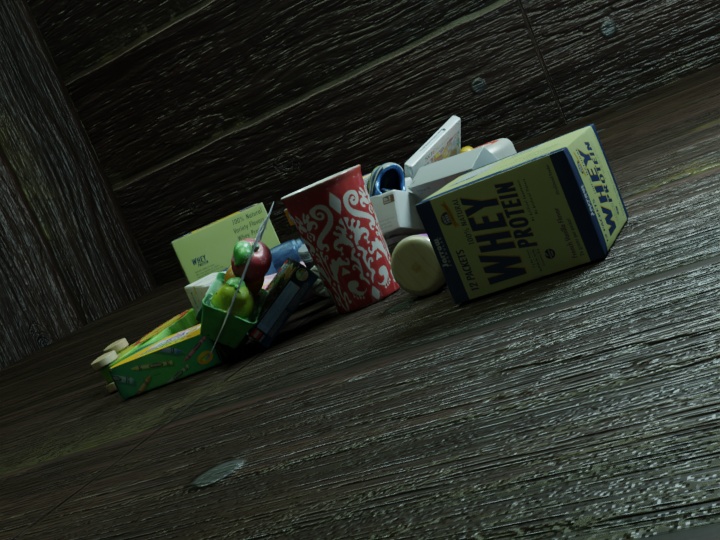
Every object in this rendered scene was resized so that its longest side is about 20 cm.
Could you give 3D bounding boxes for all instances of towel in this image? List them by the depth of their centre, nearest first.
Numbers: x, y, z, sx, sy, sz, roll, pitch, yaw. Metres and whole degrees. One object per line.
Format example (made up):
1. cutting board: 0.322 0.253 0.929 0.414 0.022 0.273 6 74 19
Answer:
1. towel: -0.181 0.021 1.866 0.199 0.112 0.049 -24 8 -9

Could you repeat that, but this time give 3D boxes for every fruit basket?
1. fruit basket: -0.185 0.006 1.484 0.093 0.201 0.185 16 22 -2

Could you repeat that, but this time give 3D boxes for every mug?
1. mug: -0.019 -0.051 1.516 0.133 0.201 0.178 -22 6 14

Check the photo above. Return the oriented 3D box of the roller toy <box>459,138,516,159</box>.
1. roller toy: 0.230 -0.178 1.903 0.200 0.140 0.182 -29 8 -34

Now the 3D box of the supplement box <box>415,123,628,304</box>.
1. supplement box: 0.207 -0.074 1.208 0.199 0.135 0.200 -20 8 28

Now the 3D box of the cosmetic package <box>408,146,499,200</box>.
1. cosmetic package: 0.190 -0.123 1.576 0.200 0.151 0.052 -9 50 63

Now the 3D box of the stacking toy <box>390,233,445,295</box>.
1. stacking toy: 0.123 -0.024 1.404 0.085 0.086 0.200 -19 1 31

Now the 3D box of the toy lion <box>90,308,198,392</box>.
1. toy lion: -0.387 0.135 1.789 0.191 0.069 0.200 -31 8 0

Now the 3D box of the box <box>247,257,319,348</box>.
1. box: -0.133 0.048 1.560 0.137 0.038 0.200 -55 10 -3

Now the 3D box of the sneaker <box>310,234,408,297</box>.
1. sneaker: 0.000 0.000 1.653 0.199 0.078 0.099 -16 -1 -11

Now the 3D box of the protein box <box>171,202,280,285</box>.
1. protein box: -0.253 -0.006 1.944 0.198 0.201 0.135 -25 7 -9

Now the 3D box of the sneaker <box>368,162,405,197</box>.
1. sneaker: 0.045 -0.109 1.796 0.074 0.201 0.082 6 -12 -16

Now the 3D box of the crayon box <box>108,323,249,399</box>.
1. crayon box: -0.296 0.138 1.583 0.199 0.058 0.119 -21 7 19

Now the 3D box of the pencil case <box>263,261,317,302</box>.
1. pencil case: -0.111 0.022 1.753 0.199 0.088 0.087 -25 7 -1

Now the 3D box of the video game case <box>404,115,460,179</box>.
1. video game case: 0.153 -0.191 1.993 0.023 0.200 0.182 26 54 27

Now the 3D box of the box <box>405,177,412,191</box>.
1. box: 0.009 -0.081 1.935 0.199 0.131 0.200 -27 8 -19

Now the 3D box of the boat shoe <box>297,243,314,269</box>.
1. boat shoe: -0.026 -0.056 1.705 0.070 0.066 0.200 -3 30 46

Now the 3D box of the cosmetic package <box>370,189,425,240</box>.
1. cosmetic package: 0.087 -0.087 1.697 0.101 0.074 0.200 -18 -12 39

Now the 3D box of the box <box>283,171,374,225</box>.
1. box: -0.063 -0.139 1.909 0.119 0.042 0.200 -30 12 -37

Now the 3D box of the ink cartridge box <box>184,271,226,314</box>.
1. ink cartridge box: -0.244 0.066 1.719 0.067 0.117 0.200 -26 8 -20
